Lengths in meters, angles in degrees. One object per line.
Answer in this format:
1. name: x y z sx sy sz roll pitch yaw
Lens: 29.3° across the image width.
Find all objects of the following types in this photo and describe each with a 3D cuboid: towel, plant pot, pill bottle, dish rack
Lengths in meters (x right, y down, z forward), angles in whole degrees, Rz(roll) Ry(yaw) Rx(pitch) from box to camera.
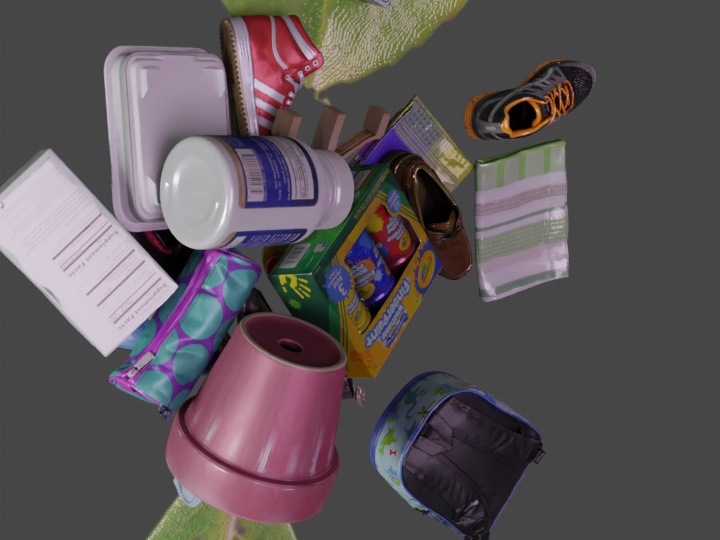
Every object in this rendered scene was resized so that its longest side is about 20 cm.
1. towel: 0.045 -0.103 1.739 0.200 0.023 0.144 -48 122 -8
2. plant pot: -0.102 0.156 1.555 0.199 0.200 0.180 8 113 -32
3. pill bottle: -0.106 -0.086 1.497 0.199 0.119 0.121 -4 108 -47
4. towel: 0.218 -0.066 1.836 0.148 0.031 0.201 -18 119 -26
5. dish rack: -0.201 -0.148 1.518 0.171 0.043 0.202 -9 96 -49

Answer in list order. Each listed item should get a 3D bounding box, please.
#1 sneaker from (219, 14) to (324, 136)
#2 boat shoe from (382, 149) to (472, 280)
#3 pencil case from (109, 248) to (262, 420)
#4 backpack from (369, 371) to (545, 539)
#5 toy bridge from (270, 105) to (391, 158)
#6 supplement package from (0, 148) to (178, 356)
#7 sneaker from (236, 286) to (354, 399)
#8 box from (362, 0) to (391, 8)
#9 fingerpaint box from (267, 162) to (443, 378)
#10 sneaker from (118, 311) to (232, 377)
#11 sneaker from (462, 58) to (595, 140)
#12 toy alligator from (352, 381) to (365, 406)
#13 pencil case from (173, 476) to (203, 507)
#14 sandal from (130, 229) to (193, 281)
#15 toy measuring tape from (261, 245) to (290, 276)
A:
1. sneaker: -0.095 -0.199 1.599 0.112 0.071 0.201 -13 109 -23
2. boat shoe: 0.092 -0.059 1.726 0.072 0.068 0.200 -44 123 -14
3. pencil case: -0.193 0.060 1.532 0.201 0.085 0.092 -59 157 -6
4. backpack: 0.110 0.229 1.807 0.200 0.147 0.184 37 87 -37
5. toy bridge: -0.040 -0.159 1.625 0.199 0.027 0.068 -11 127 -53
6. supplement package: -0.308 -0.020 1.477 0.110 0.114 0.200 -44 106 -11
7. sneaker: -0.078 0.087 1.666 0.106 0.075 0.201 -12 131 11
8. box: -0.029 -0.401 1.580 0.199 0.060 0.117 26 92 -33
9. fingerpaint box: 0.000 0.000 1.641 0.200 0.073 0.167 -56 129 -37
10. sneaker: -0.216 0.095 1.629 0.199 0.079 0.089 30 100 -27
11. sneaker: 0.231 -0.214 1.781 0.199 0.077 0.079 -28 116 -22
12. toy alligator: -0.039 0.092 1.739 0.054 0.059 0.201 -2 122 17
13. pencil case: -0.133 0.233 1.705 0.199 0.083 0.091 -11 134 -27
14. sandal: -0.227 -0.067 1.578 0.075 0.045 0.201 -16 113 -25
15. toy measuring tape: -0.091 -0.047 1.646 0.073 0.073 0.201 -24 118 -22
